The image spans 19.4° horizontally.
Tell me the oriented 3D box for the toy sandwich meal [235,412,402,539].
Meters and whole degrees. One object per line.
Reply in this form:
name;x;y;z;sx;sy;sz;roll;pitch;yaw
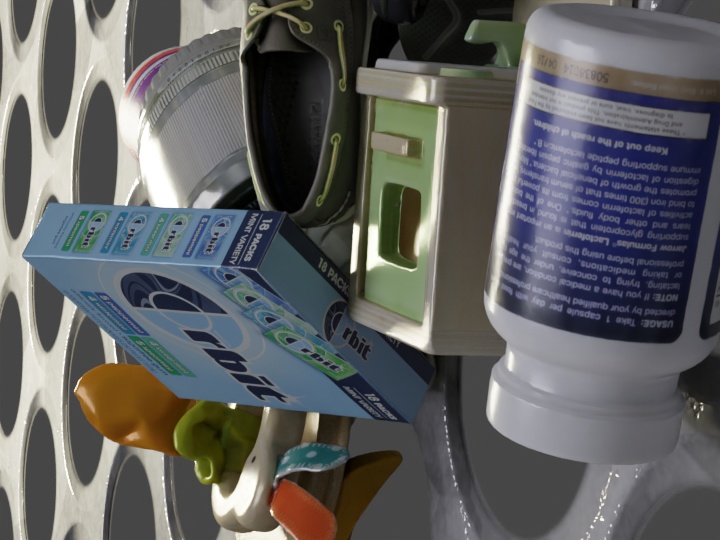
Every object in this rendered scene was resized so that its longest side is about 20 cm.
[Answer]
toy sandwich meal;-0.029;0.145;1.456;0.205;0.070;0.206;-166;90;-71

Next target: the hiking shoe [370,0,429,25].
hiking shoe;0.075;-0.198;1.137;0.200;0.100;0.076;-59;4;41

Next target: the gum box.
gum box;-0.080;0.026;1.271;0.199;0.170;0.045;3;58;40

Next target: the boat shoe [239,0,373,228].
boat shoe;-0.034;-0.124;1.194;0.060;0.072;0.203;-18;-75;-67

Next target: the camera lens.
camera lens;-0.062;-0.056;1.420;0.200;0.159;0.160;-116;34;-52

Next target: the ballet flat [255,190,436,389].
ballet flat;0.000;0.000;1.305;0.200;0.069;0.069;64;175;-32

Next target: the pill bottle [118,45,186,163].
pill bottle;-0.115;-0.106;1.638;0.200;0.112;0.113;-142;56;-66

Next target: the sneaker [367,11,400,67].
sneaker;-0.003;-0.166;1.289;0.200;0.079;0.074;-58;-27;-23

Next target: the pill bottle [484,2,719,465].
pill bottle;0.120;-0.018;0.990;0.116;0.115;0.201;-139;54;-64

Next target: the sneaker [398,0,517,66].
sneaker;0.069;-0.207;1.238;0.080;0.070;0.201;-77;-1;-57

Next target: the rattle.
rattle;-0.096;0.109;1.363;0.130;0.143;0.200;-52;18;11

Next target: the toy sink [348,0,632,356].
toy sink;0.064;-0.061;1.150;0.130;0.112;0.201;-157;71;-68
